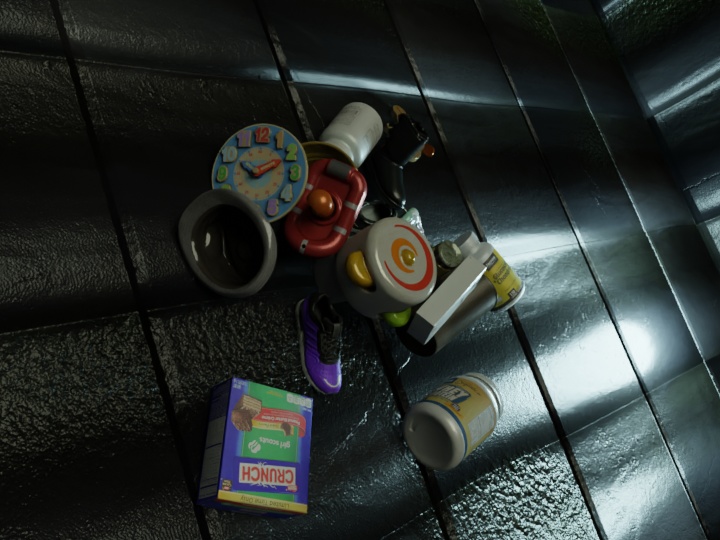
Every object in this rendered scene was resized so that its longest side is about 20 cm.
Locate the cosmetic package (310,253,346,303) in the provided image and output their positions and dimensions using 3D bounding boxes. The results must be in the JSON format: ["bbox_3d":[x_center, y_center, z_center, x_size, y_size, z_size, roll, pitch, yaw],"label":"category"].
[{"bbox_3d":[0.000,0.000,1.464,0.199,0.081,0.113,-9,76,-45],"label":"cosmetic package"}]

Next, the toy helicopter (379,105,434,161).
[{"bbox_3d":[0.116,-0.354,1.769,0.132,0.079,0.201,18,44,-26],"label":"toy helicopter"}]

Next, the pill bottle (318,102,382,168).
[{"bbox_3d":[-0.034,-0.289,1.567,0.114,0.114,0.200,44,45,-14],"label":"pill bottle"}]

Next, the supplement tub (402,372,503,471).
[{"bbox_3d":[0.196,0.307,1.426,0.200,0.144,0.145,-24,85,-46],"label":"supplement tub"}]

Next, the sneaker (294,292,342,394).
[{"bbox_3d":[-0.068,0.134,1.315,0.069,0.099,0.201,-2,68,-40],"label":"sneaker"}]

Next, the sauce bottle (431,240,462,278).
[{"bbox_3d":[0.141,-0.001,1.501,0.064,0.200,0.065,13,62,-26],"label":"sauce bottle"}]

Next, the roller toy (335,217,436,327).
[{"bbox_3d":[0.054,-0.008,1.361,0.200,0.140,0.183,36,51,-24],"label":"roller toy"}]

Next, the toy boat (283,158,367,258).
[{"bbox_3d":[-0.075,-0.122,1.322,0.130,0.131,0.201,23,89,8],"label":"toy boat"}]

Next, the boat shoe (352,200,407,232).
[{"bbox_3d":[0.051,-0.126,1.592,0.199,0.060,0.076,-16,79,-45],"label":"boat shoe"}]

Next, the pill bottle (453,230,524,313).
[{"bbox_3d":[0.310,0.001,1.716,0.200,0.112,0.112,48,45,-11],"label":"pill bottle"}]

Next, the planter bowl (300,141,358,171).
[{"bbox_3d":[-0.091,-0.162,1.438,0.201,0.200,0.083,65,7,7],"label":"planter bowl"}]

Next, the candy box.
[{"bbox_3d":[-0.172,0.300,1.152,0.169,0.077,0.201,22,56,-32],"label":"candy box"}]

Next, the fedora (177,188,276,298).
[{"bbox_3d":[-0.228,-0.048,1.257,0.200,0.177,0.090,49,13,10],"label":"fedora"}]

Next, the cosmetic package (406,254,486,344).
[{"bbox_3d":[0.180,0.060,1.420,0.051,0.083,0.200,37,57,15],"label":"cosmetic package"}]

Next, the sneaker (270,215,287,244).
[{"bbox_3d":[-0.182,-0.147,1.386,0.070,0.082,0.201,17,85,-59],"label":"sneaker"}]

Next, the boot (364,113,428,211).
[{"bbox_3d":[0.097,-0.258,1.597,0.073,0.162,0.199,20,35,-40],"label":"boot"}]

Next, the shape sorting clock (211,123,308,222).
[{"bbox_3d":[-0.197,-0.187,1.325,0.039,0.199,0.201,38,34,-71],"label":"shape sorting clock"}]

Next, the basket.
[{"bbox_3d":[0.177,0.090,1.531,0.200,0.180,0.137,-38,127,-36],"label":"basket"}]

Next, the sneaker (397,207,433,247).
[{"bbox_3d":[0.134,-0.059,1.543,0.140,0.078,0.200,53,3,9],"label":"sneaker"}]
